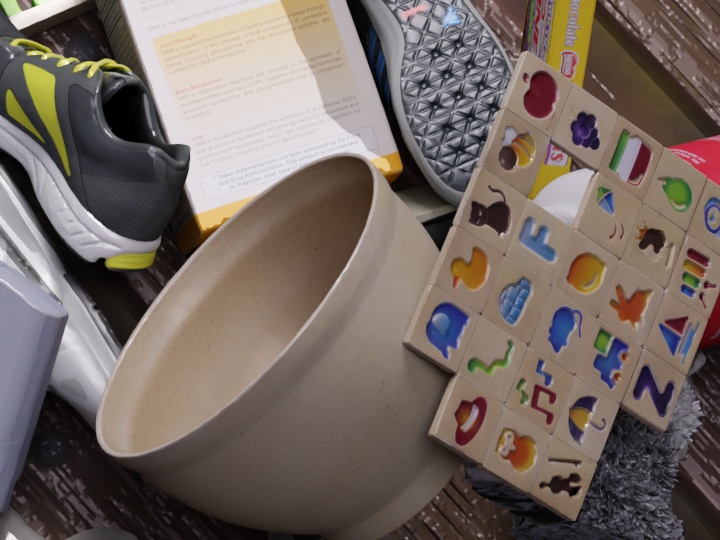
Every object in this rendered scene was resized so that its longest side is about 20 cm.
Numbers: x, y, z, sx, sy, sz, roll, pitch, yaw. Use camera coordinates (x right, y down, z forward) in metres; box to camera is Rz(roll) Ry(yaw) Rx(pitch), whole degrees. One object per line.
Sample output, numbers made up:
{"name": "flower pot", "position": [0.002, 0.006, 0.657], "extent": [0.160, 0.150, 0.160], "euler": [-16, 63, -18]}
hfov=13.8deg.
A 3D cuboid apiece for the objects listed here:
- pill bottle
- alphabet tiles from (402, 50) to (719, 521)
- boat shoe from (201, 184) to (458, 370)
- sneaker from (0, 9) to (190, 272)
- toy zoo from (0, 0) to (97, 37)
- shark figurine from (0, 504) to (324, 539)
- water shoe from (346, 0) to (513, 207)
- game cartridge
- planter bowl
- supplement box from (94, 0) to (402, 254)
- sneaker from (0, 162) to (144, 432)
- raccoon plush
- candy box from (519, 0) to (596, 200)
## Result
{"name": "pill bottle", "position": [0.159, -0.007, 1.622], "extent": [0.200, 0.112, 0.112], "euler": [-15, 74, -39]}
{"name": "alphabet tiles", "position": [0.107, 0.016, 1.511], "extent": [0.167, 0.008, 0.200], "euler": [32, 71, -29]}
{"name": "boat shoe", "position": [-0.001, 0.000, 1.677], "extent": [0.201, 0.074, 0.063], "euler": [-24, 104, -22]}
{"name": "sneaker", "position": [-0.158, -0.092, 1.646], "extent": [0.200, 0.085, 0.074], "euler": [50, 27, 22]}
{"name": "toy zoo", "position": [-0.189, -0.245, 1.746], "extent": [0.131, 0.020, 0.200], "euler": [-26, 78, -16]}
{"name": "shark figurine", "position": [-0.123, 0.171, 1.590], "extent": [0.214, 0.090, 0.128], "euler": [6, 73, -5]}
{"name": "water shoe", "position": [0.042, -0.117, 1.704], "extent": [0.071, 0.079, 0.200], "euler": [-15, 67, -8]}
{"name": "game cartridge", "position": [-0.261, 0.035, 1.588], "extent": [0.200, 0.041, 0.133], "euler": [19, 95, 12]}
{"name": "planter bowl", "position": [-0.020, 0.058, 1.537], "extent": [0.135, 0.200, 0.200], "euler": [43, 69, -20]}
{"name": "supplement box", "position": [-0.071, -0.124, 1.687], "extent": [0.126, 0.074, 0.200], "euler": [-17, 84, -14]}
{"name": "sneaker", "position": [-0.200, 0.042, 1.634], "extent": [0.115, 0.076, 0.201], "euler": [-33, 72, -9]}
{"name": "raccoon plush", "position": [0.131, 0.078, 1.617], "extent": [0.097, 0.200, 0.134], "euler": [6, 70, 21]}
{"name": "candy box", "position": [0.109, -0.131, 1.660], "extent": [0.026, 0.102, 0.200], "euler": [4, 111, -8]}
